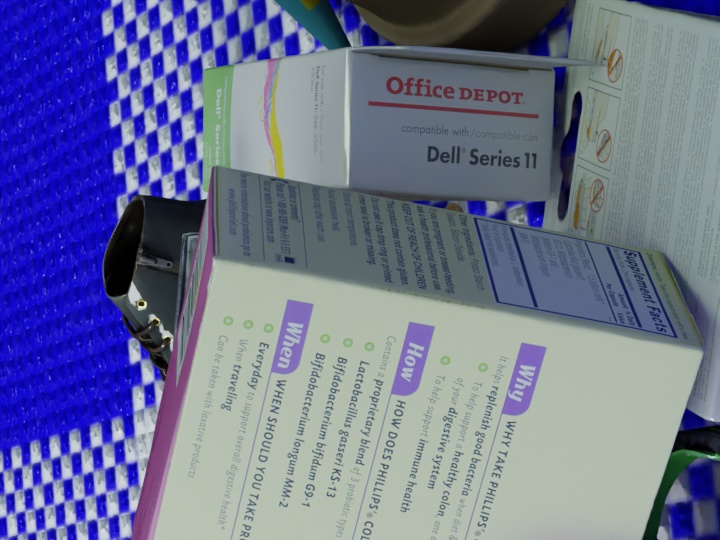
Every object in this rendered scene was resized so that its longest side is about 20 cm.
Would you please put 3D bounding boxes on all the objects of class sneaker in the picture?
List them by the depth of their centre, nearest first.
[{"bbox_3d":[-0.102,0.052,1.245,0.075,0.106,0.201,22,106,59],"label":"sneaker"}]

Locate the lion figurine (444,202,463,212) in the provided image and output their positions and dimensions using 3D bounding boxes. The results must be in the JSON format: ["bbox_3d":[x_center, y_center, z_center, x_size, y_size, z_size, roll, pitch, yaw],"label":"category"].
[{"bbox_3d":[0.000,0.000,1.071,0.199,0.122,0.073,9,89,46],"label":"lion figurine"}]

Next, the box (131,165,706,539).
[{"bbox_3d":[0.017,0.070,0.906,0.097,0.199,0.177,-98,20,-65],"label":"box"}]

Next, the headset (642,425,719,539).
[{"bbox_3d":[0.141,0.166,0.900,0.123,0.094,0.201,4,99,56],"label":"headset"}]

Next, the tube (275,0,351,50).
[{"bbox_3d":[-0.062,-0.184,1.132,0.050,0.200,0.078,-32,36,12],"label":"tube"}]

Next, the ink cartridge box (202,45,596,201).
[{"bbox_3d":[0.015,-0.068,1.056,0.200,0.117,0.068,2,90,62],"label":"ink cartridge box"}]

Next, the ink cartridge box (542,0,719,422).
[{"bbox_3d":[0.141,-0.034,0.967,0.200,0.050,0.163,-140,56,-70],"label":"ink cartridge box"}]

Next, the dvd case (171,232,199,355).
[{"bbox_3d":[-0.058,0.082,1.112,0.016,0.200,0.150,-1,73,16],"label":"dvd case"}]

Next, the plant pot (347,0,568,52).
[{"bbox_3d":[0.000,-0.208,1.040,0.200,0.174,0.202,-6,83,55],"label":"plant pot"}]
